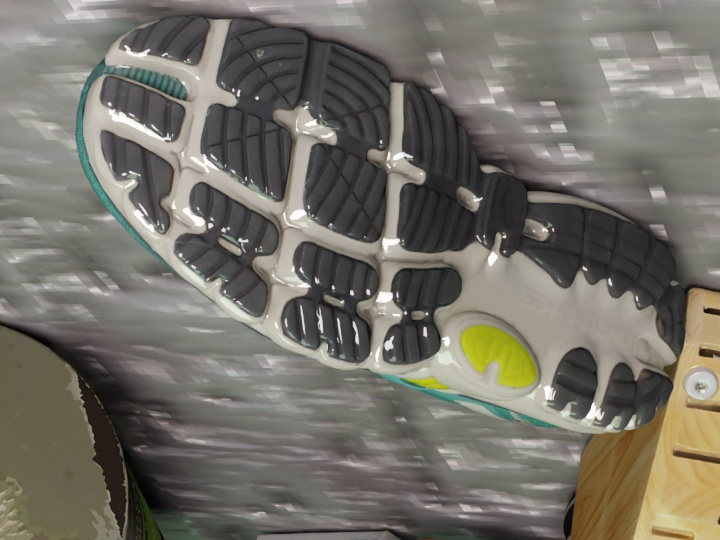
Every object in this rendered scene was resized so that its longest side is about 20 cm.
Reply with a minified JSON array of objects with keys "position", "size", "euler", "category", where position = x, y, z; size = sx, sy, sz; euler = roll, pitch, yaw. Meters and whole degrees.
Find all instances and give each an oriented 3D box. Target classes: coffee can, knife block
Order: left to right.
[{"position":[-0.141,0.124,0.792],"size":[0.146,0.147,0.200],"euler":[6,155,8],"category":"coffee can"},{"position":[0.109,0.077,0.725],"size":[0.064,0.176,0.201],"euler":[10,111,-3],"category":"knife block"}]

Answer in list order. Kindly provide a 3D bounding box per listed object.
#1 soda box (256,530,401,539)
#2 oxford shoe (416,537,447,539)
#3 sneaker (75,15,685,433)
[{"position":[-0.016,0.210,0.868],"size":[0.068,0.201,0.063],"euler":[-6,153,32],"category":"soda box"},{"position":[0.009,0.140,0.815],"size":[0.199,0.071,0.071],"euler":[-1,150,-28],"category":"oxford shoe"},{"position":[0.000,0.000,0.569],"size":[0.200,0.078,0.080],"euler":[29,158,-37],"category":"sneaker"}]
